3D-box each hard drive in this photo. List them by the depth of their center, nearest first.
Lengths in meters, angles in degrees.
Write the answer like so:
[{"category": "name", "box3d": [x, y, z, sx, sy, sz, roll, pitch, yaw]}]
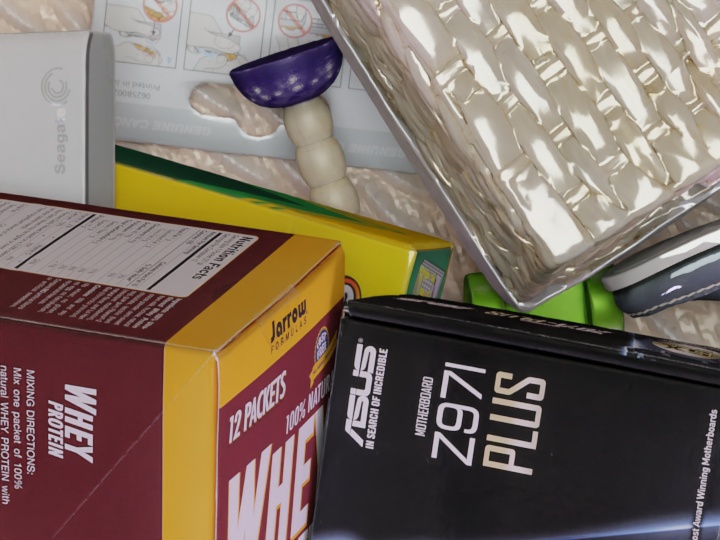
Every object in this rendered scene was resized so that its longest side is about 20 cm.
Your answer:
[{"category": "hard drive", "box3d": [-0.196, -0.032, 1.268, 0.200, 0.026, 0.132, 0, 90, 26]}]

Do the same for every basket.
[{"category": "basket", "box3d": [0.070, -0.101, 1.223, 0.135, 0.123, 0.200, -32, 87, -4]}]

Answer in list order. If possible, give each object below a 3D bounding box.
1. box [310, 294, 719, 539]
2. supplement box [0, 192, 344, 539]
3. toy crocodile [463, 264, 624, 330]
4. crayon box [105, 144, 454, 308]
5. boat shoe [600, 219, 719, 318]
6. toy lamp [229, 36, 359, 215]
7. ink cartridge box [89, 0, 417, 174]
[{"category": "box", "box3d": [0.068, 0.120, 1.161, 0.163, 0.086, 0.201, 11, 96, 22]}, {"category": "supplement box", "box3d": [-0.122, 0.087, 1.164, 0.200, 0.133, 0.198, 8, 110, 18]}, {"category": "toy crocodile", "box3d": [0.072, -0.020, 1.317, 0.067, 0.062, 0.201, -11, 95, -3]}, {"category": "crayon box", "box3d": [-0.070, 0.062, 1.267, 0.172, 0.058, 0.200, 17, 98, 16]}, {"category": "boat shoe", "box3d": [0.199, -0.003, 1.297, 0.200, 0.073, 0.062, -16, 91, -23]}, {"category": "toy lamp", "box3d": [0.000, 0.000, 1.303, 0.058, 0.058, 0.200, -19, 99, -3]}, {"category": "ink cartridge box", "box3d": [-0.036, -0.154, 1.323, 0.162, 0.057, 0.200, 6, 110, -4]}]
